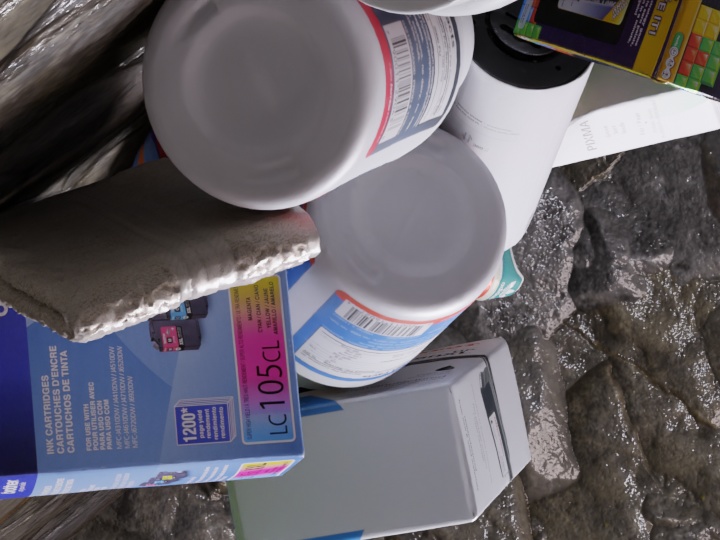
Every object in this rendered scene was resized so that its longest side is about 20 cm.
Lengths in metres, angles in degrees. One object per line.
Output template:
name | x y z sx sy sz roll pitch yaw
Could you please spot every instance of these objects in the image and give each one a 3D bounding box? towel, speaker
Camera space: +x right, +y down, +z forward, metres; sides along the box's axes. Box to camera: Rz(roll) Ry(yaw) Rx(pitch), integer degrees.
towel | -0.114 -0.010 1.447 0.132 0.035 0.200 -21 -162 -19
speaker | 0.074 -0.085 1.623 0.081 0.081 0.200 -37 164 -23

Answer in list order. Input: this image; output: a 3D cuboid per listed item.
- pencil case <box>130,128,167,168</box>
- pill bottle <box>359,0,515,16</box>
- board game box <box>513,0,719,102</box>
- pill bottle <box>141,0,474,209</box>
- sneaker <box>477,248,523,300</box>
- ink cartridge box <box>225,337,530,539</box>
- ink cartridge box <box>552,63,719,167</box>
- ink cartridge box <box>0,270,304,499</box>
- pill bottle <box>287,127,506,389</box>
pencil case | -0.080 -0.056 1.649 0.088 0.089 0.200 -37 178 -22
pill bottle | 0.054 -0.175 1.306 0.114 0.114 0.200 -40 176 25
board game box | 0.159 -0.189 1.411 0.165 0.056 0.201 30 -77 65
pill bottle | -0.016 -0.103 1.443 0.119 0.120 0.200 -40 176 21
sneaker | 0.054 -0.064 1.892 0.093 0.201 0.070 15 138 -33
ink cartridge box | 0.012 0.103 1.770 0.144 0.085 0.200 -10 -176 13
ink cartridge box | 0.114 -0.132 1.798 0.199 0.162 0.050 -11 135 9
ink cartridge box | -0.137 0.046 1.561 0.198 0.137 0.076 -4 166 -11
pill bottle | 0.000 0.000 1.641 0.112 0.112 0.200 -37 177 -24
